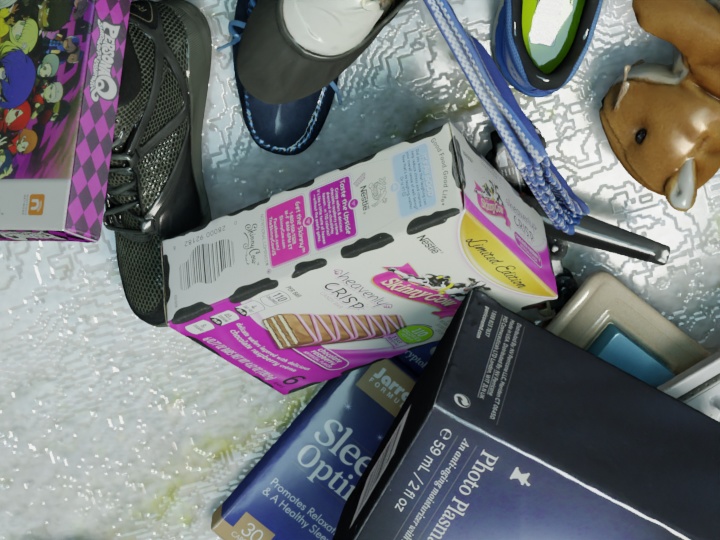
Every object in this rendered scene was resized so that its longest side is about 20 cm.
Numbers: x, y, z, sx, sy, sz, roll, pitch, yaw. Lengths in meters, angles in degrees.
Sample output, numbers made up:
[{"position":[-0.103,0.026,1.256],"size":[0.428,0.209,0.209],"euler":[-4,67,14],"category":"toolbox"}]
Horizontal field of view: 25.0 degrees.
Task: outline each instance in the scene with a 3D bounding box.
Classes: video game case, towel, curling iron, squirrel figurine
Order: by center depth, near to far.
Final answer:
[{"position":[0.079,-0.099,0.917],"size":[0.024,0.200,0.146],"euler":[-30,76,7],"category":"towel"},{"position":[-0.212,-0.117,0.931],"size":[0.180,0.036,0.203],"euler":[2,81,33],"category":"video game case"},{"position":[0.246,-0.115,0.976],"size":[0.198,0.142,0.188],"euler":[28,107,-5],"category":"squirrel figurine"},{"position":[0.095,-0.032,1.016],"size":[0.197,0.026,0.050],"euler":[10,129,5],"category":"curling iron"}]

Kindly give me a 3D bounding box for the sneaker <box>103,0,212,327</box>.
[{"position":[-0.145,-0.061,0.980],"size":[0.076,0.114,0.202],"euler":[12,105,35],"category":"sneaker"}]

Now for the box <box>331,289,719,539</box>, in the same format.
[{"position":[0.100,0.155,0.946],"size":[0.197,0.124,0.201],"euler":[26,125,-2],"category":"box"}]

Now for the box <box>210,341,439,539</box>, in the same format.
[{"position":[0.008,0.131,1.078],"size":[0.121,0.032,0.200],"euler":[39,98,-10],"category":"box"}]

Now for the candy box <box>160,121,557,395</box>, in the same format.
[{"position":[0.000,0.000,0.966],"size":[0.198,0.062,0.136],"euler":[-22,149,22],"category":"candy box"}]

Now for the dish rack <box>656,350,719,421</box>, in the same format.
[{"position":[0.251,0.118,1.029],"size":[0.199,0.044,0.173],"euler":[-30,111,0],"category":"dish rack"}]

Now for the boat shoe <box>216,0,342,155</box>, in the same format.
[{"position":[-0.047,-0.169,0.985],"size":[0.083,0.069,0.203],"euler":[1,103,-2],"category":"boat shoe"}]

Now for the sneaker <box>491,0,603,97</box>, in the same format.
[{"position":[0.124,-0.201,0.972],"size":[0.077,0.089,0.203],"euler":[2,104,-3],"category":"sneaker"}]

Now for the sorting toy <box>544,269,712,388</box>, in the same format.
[{"position":[0.163,0.122,1.053],"size":[0.199,0.037,0.186],"euler":[35,100,-25],"category":"sorting toy"}]

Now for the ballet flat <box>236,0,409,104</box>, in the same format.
[{"position":[0.006,-0.175,0.923],"size":[0.200,0.068,0.068],"euler":[-44,94,-5],"category":"ballet flat"}]

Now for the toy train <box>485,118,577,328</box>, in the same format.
[{"position":[0.115,0.003,1.049],"size":[0.045,0.034,0.202],"euler":[-13,103,4],"category":"toy train"}]
